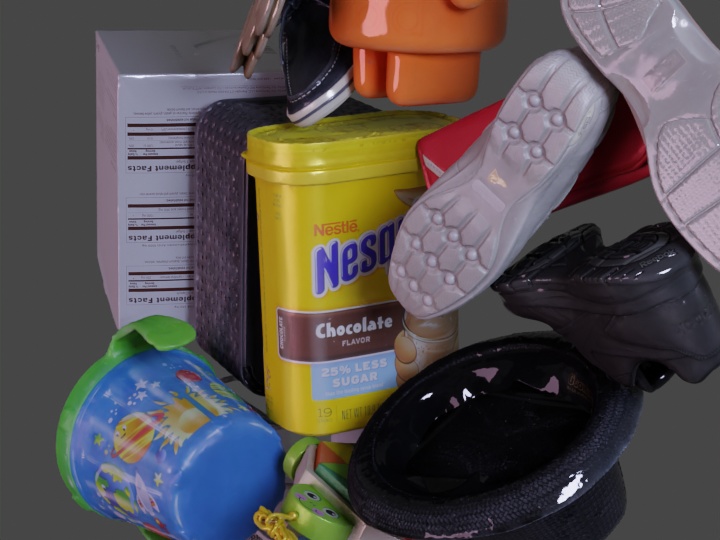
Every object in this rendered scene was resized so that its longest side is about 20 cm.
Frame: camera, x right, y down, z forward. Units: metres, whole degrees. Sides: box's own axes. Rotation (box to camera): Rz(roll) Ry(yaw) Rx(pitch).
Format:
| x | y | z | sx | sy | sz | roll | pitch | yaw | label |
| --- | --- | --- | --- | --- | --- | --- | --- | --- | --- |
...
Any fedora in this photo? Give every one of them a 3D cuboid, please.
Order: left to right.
| x | y | z | sx | sy | sz | roll | pitch | yaw | label |
| --- | --- | --- | --- | --- | --- | --- | --- | --- | --- |
| 0.091 | 0.122 | 0.973 | 0.200 | 0.200 | 0.092 | 20 | 144 | 60 | fedora |

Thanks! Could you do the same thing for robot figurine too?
| x | y | z | sx | sy | sz | roll | pitch | yaw | label |
| --- | --- | --- | --- | --- | --- | --- | --- | --- | --- |
| 0.039 | -0.205 | 1.001 | 0.144 | 0.116 | 0.201 | -66 | -23 | -75 | robot figurine |

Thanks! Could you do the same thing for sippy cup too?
| x | y | z | sx | sy | sz | roll | pitch | yaw | label |
| --- | --- | --- | --- | --- | --- | --- | --- | --- | --- |
| -0.124 | 0.130 | 1.123 | 0.130 | 0.140 | 0.178 | 21 | 159 | 49 | sippy cup |

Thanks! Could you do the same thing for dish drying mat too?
| x | y | z | sx | sy | sz | roll | pitch | yaw | label |
| --- | --- | --- | --- | --- | --- | --- | --- | --- | --- |
| 0.107 | -0.072 | 0.965 | 0.200 | 0.018 | 0.077 | -21 | 81 | 51 | dish drying mat |

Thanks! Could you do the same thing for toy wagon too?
| x | y | z | sx | sy | sz | roll | pitch | yaw | label |
| --- | --- | --- | --- | --- | --- | --- | --- | --- | --- |
| 0.016 | 0.159 | 1.041 | 0.155 | 0.200 | 0.040 | 37 | 106 | 38 | toy wagon |

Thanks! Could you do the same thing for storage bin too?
| x | y | z | sx | sy | sz | roll | pitch | yaw | label |
| --- | --- | --- | --- | --- | --- | --- | --- | --- | --- |
| -0.043 | -0.022 | 1.178 | 0.094 | 0.135 | 0.201 | 33 | 125 | 56 | storage bin |

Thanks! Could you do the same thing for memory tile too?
| x | y | z | sx | sy | sz | roll | pitch | yaw | label |
| --- | --- | --- | --- | --- | --- | --- | --- | --- | --- |
| -0.041 | -0.229 | 1.030 | 0.153 | 0.017 | 0.201 | 148 | 140 | -78 | memory tile |

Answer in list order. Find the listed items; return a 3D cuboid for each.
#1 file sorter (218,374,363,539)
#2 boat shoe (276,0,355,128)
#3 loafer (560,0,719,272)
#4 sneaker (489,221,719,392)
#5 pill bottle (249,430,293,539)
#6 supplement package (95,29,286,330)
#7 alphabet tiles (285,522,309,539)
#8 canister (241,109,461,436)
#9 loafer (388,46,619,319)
| x | y | z | sx | sy | sz | roll | pitch | yaw | label |
| --- | --- | --- | --- | --- | --- | --- | --- | --- | --- |
| -0.032 | 0.181 | 1.225 | 0.139 | 0.124 | 0.201 | 23 | 117 | 60 | file sorter |
| -0.029 | -0.175 | 1.102 | 0.075 | 0.062 | 0.200 | -29 | 36 | 34 | boat shoe |
| 0.176 | -0.084 | 0.839 | 0.072 | 0.063 | 0.200 | -36 | 69 | 26 | loafer |
| 0.139 | 0.025 | 0.914 | 0.091 | 0.076 | 0.200 | 61 | 167 | -11 | sneaker |
| -0.095 | 0.232 | 1.364 | 0.120 | 0.119 | 0.201 | -2 | 95 | 63 | pill bottle |
| -0.133 | -0.079 | 1.290 | 0.191 | 0.147 | 0.201 | -127 | 37 | -67 | supplement package |
| -0.036 | 0.254 | 1.103 | 0.015 | 0.200 | 0.196 | 16 | 144 | 34 | alphabet tiles |
| 0.000 | 0.000 | 1.094 | 0.086 | 0.148 | 0.201 | 23 | 119 | 57 | canister |
| 0.085 | -0.047 | 0.928 | 0.070 | 0.070 | 0.200 | 49 | 127 | 13 | loafer |
